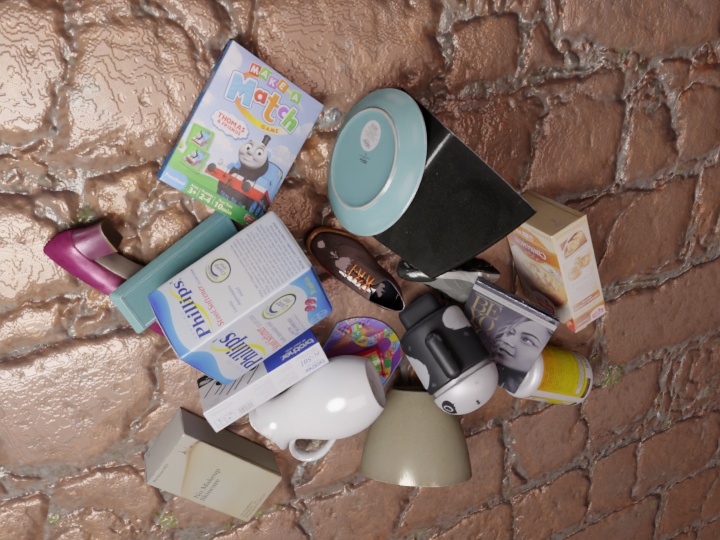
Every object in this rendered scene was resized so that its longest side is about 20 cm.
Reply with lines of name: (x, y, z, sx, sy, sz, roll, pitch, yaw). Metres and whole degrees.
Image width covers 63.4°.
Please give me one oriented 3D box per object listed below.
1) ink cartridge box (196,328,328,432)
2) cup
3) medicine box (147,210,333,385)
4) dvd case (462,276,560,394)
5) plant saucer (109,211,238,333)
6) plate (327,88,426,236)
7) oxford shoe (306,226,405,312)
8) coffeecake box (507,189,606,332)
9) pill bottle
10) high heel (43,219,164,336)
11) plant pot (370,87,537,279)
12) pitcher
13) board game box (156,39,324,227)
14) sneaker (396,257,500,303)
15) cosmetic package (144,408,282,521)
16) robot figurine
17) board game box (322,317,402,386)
ink cartridge box: (-0.154, 0.158, 0.909, 0.198, 0.094, 0.045, -31, 120, -8)
cup: (0.099, 0.283, 1.033, 0.197, 0.200, 0.146, 5, 85, -25)
medicine box: (-0.155, 0.046, 0.807, 0.199, 0.103, 0.183, -35, 159, -7)
dvd case: (0.236, 0.117, 1.007, 0.016, 0.147, 0.202, -48, 160, -44)
plant saucer: (-0.243, -0.002, 0.805, 0.200, 0.019, 0.071, -44, 124, -27)
plate: (0.010, -0.149, 0.791, 0.025, 0.200, 0.203, 8, 109, -40)
oxford shoe: (0.000, 0.000, 0.922, 0.199, 0.073, 0.072, 34, 97, -30)
coffeecake box: (0.332, -0.019, 1.011, 0.072, 0.154, 0.202, -30, 120, -8)
pill bottle: (0.348, 0.197, 1.135, 0.197, 0.109, 0.111, 14, 105, -28)
high heel: (-0.339, 0.022, 0.805, 0.094, 0.068, 0.202, -16, 121, 11)
plant pot: (0.101, -0.113, 0.860, 0.199, 0.200, 0.178, 31, 109, -30)
pitcher: (-0.054, 0.230, 0.938, 0.197, 0.122, 0.173, -23, 126, 12)
board game box: (-0.160, -0.178, 0.792, 0.150, 0.037, 0.202, 28, 92, -30)
sneaker: (0.149, 0.019, 0.997, 0.197, 0.074, 0.081, 8, 113, -26)
cosmetic package: (-0.238, 0.321, 0.954, 0.199, 0.073, 0.104, 35, 95, -32)
robot figurine: (0.142, 0.140, 0.976, 0.149, 0.202, 0.125, -16, 158, -43)
board game box: (-0.006, 0.184, 1.014, 0.157, 0.039, 0.202, 27, 99, -30)
